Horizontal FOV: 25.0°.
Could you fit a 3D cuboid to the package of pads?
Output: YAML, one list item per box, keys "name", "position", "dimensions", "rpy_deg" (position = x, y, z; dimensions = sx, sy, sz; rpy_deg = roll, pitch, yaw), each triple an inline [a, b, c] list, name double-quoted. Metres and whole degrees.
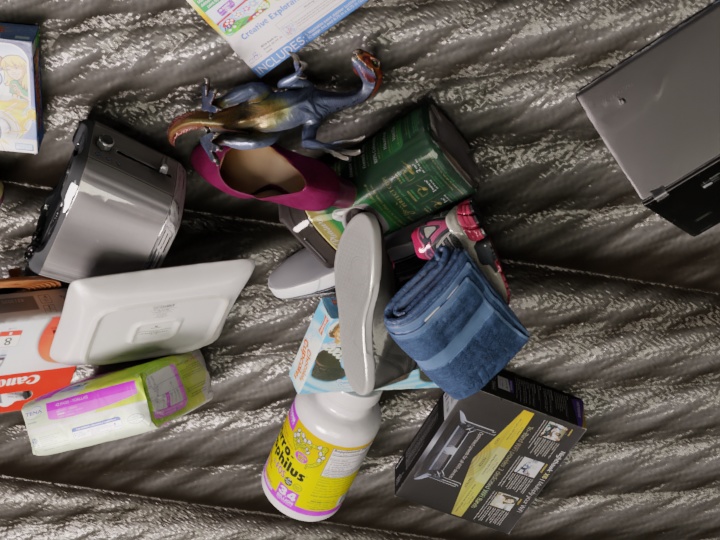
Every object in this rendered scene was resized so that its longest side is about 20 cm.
- name: "package of pads"
  position: [-0.262, 0.143, 1.804]
  dimensions: [0.154, 0.200, 0.069]
  rpy_deg: [-15, 92, 14]

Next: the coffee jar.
- name: "coffee jar"
  position: [0.016, -0.084, 1.679]
  dimensions: [0.199, 0.086, 0.104]
  rpy_deg: [-28, 130, 21]

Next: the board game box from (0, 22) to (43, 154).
- name: "board game box"
  position: [-0.425, -0.191, 1.646]
  dimensions: [0.198, 0.035, 0.136]
  rpy_deg: [4, 128, -1]

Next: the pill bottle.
- name: "pill bottle"
  position: [-0.039, 0.191, 1.883]
  dimensions: [0.104, 0.105, 0.201]
  rpy_deg: [17, 126, -10]

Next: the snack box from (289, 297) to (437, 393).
- name: "snack box"
  position: [0.030, 0.081, 1.789]
  dimensions: [0.199, 0.037, 0.117]
  rpy_deg: [-1, 133, -29]

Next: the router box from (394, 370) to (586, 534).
- name: "router box"
  position: [0.151, 0.211, 1.923]
  dimensions: [0.156, 0.052, 0.201]
  rpy_deg: [21, 126, -14]

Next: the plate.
- name: "plate"
  position: [-0.223, 0.052, 1.738]
  dimensions: [0.198, 0.033, 0.200]
  rpy_deg: [-7, 156, -21]

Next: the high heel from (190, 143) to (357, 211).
- name: "high heel"
  position: [-0.105, -0.103, 1.628]
  dimensions: [0.199, 0.096, 0.068]
  rpy_deg: [11, 90, 28]

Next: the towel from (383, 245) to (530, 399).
- name: "towel"
  position: [0.098, 0.059, 1.654]
  dimensions: [0.112, 0.049, 0.200]
  rpy_deg: [-47, 146, -3]

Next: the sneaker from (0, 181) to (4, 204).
- name: "sneaker"
  position: [-0.442, -0.037, 1.750]
  dimensions: [0.199, 0.075, 0.090]
  rpy_deg: [-24, 132, 27]

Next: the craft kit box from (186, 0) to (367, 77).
- name: "craft kit box"
  position: [-0.085, -0.310, 1.536]
  dimensions: [0.199, 0.049, 0.197]
  rpy_deg: [-31, 123, 24]

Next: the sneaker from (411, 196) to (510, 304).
- name: "sneaker"
  position: [0.107, -0.011, 1.707]
  dimensions: [0.074, 0.081, 0.200]
  rpy_deg: [-21, 149, 6]

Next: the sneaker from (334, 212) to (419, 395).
- name: "sneaker"
  position: [0.032, 0.025, 1.686]
  dimensions: [0.099, 0.071, 0.201]
  rpy_deg: [-16, 118, -29]

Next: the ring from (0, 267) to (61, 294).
- name: "ring"
  position: [-0.422, 0.022, 1.743]
  dimensions: [0.199, 0.200, 0.019]
  rpy_deg: [-12, 85, 11]

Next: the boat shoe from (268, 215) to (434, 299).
- name: "boat shoe"
  position: [0.000, 0.000, 1.760]
  dimensions: [0.199, 0.072, 0.068]
  rpy_deg: [-20, 123, 8]

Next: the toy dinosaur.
- name: "toy dinosaur"
  position: [-0.074, -0.175, 1.616]
  dimensions: [0.181, 0.200, 0.106]
  rpy_deg: [-19, 113, -31]

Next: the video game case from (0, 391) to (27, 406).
- name: "video game case"
  position: [-0.494, 0.099, 1.885]
  dimensions: [0.198, 0.018, 0.144]
  rpy_deg: [1, 127, 1]

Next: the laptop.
- name: "laptop"
  position: [0.360, -0.151, 1.662]
  dimensions: [0.187, 0.116, 0.200]
  rpy_deg: [-32, 149, 24]

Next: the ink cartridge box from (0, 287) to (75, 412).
- name: "ink cartridge box"
  position: [-0.370, 0.106, 1.815]
  dimensions: [0.161, 0.050, 0.201]
  rpy_deg: [-6, 135, -37]

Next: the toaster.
- name: "toaster"
  position: [-0.265, -0.053, 1.699]
  dimensions: [0.128, 0.114, 0.200]
  rpy_deg: [20, 127, -16]
